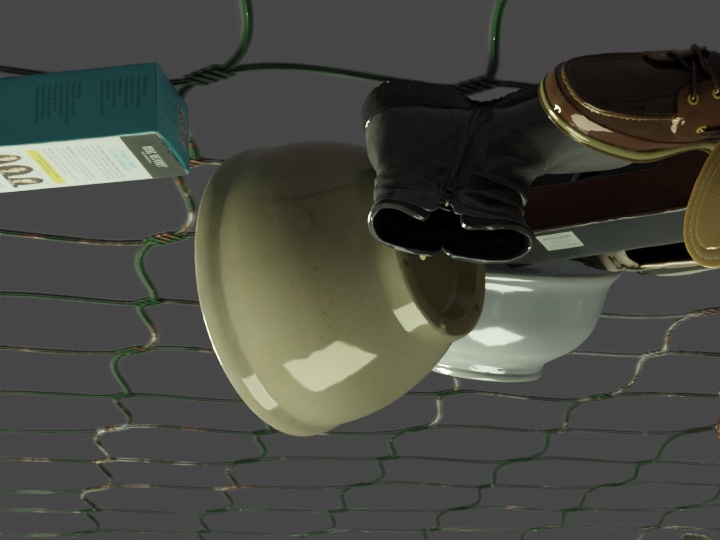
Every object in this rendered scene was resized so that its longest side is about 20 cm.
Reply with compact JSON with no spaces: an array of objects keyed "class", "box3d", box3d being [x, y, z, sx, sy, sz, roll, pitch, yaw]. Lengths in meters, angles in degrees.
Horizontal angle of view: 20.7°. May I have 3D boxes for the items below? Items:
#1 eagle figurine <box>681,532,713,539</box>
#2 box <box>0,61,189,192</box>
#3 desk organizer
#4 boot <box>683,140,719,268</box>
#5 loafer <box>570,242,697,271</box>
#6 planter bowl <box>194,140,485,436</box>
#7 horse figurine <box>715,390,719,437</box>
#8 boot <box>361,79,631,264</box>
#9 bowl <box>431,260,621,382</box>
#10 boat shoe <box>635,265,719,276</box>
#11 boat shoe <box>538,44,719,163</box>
[{"class":"eagle figurine","box3d":[0.615,0.474,3.119,0.198,0.153,0.152,-9,176,-15]},{"class":"box","box3d":[-0.214,-0.088,1.258,0.198,0.050,0.082,-5,163,8]},{"class":"desk organizer","box3d":[0.183,-0.061,1.352,0.198,0.078,0.072,-9,162,21]},{"class":"boot","box3d":[0.300,-0.065,1.230,0.077,0.201,0.155,40,-171,40]},{"class":"loafer","box3d":[0.211,-0.033,1.414,0.198,0.073,0.063,-3,-155,32]},{"class":"planter bowl","box3d":[0.000,0.000,1.323,0.134,0.202,0.200,-15,159,31]},{"class":"horse figurine","box3d":[0.447,0.111,1.987,0.199,0.050,0.132,-27,169,37]},{"class":"boot","box3d":[0.098,-0.055,1.243,0.198,0.132,0.070,-2,132,-6]},{"class":"bowl","box3d":[0.095,0.031,1.496,0.199,0.091,0.201,6,-172,-1]},{"class":"boat shoe","box3d":[0.264,-0.035,1.460,0.060,0.073,0.200,6,164,-39]},{"class":"boat shoe","box3d":[0.201,-0.112,1.218,0.198,0.073,0.068,3,143,-30]}]
